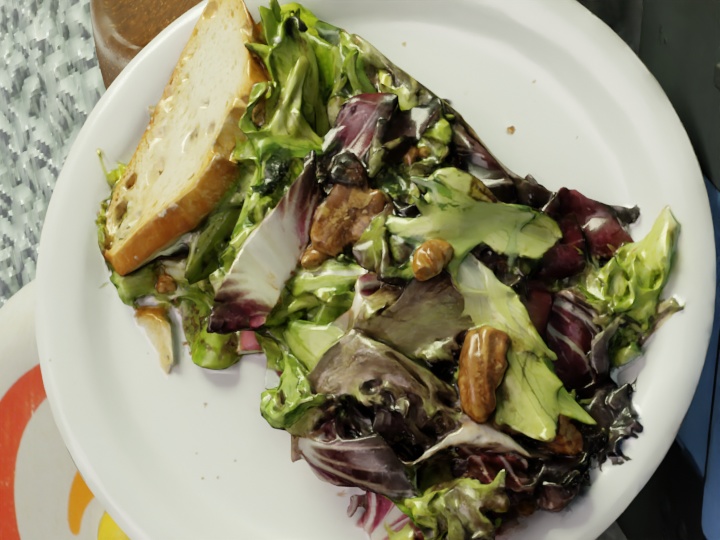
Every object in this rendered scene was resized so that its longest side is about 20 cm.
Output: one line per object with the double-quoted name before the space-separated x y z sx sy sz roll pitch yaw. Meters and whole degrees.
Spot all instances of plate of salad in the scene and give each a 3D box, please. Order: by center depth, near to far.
"plate of salad" 0.000 0.000 0.797 0.199 0.048 0.201 -3 75 11

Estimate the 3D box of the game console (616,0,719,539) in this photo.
"game console" 0.110 0.023 0.802 0.177 0.031 0.201 -127 35 -56

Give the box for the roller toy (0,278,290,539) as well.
"roller toy" -0.034 0.067 0.910 0.200 0.140 0.183 -32 90 39

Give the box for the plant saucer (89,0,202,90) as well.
"plant saucer" -0.027 -0.129 0.943 0.200 0.034 0.201 -33 40 33
